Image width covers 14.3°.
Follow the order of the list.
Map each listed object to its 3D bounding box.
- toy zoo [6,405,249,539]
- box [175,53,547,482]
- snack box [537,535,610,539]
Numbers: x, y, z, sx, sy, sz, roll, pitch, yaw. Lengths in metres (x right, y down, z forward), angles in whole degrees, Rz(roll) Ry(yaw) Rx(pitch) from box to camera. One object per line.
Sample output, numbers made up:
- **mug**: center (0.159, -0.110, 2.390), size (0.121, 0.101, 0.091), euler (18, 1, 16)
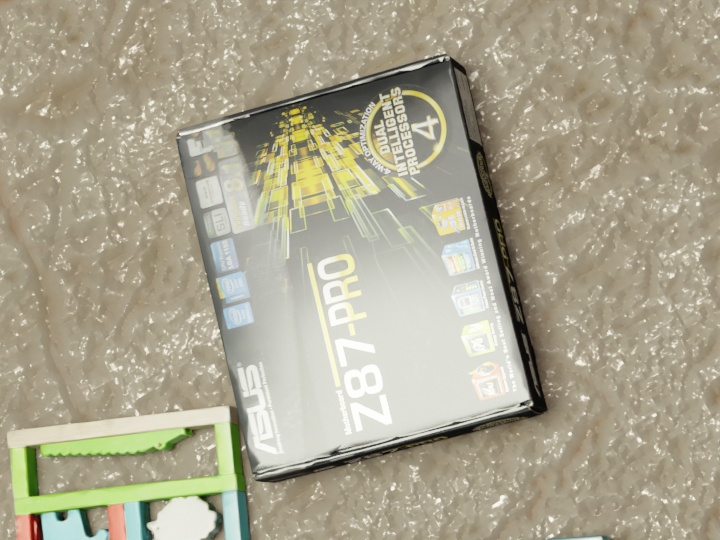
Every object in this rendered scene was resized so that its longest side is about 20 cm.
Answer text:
- **toy zoo**: center (-0.123, 0.181, 1.580), size (0.131, 0.020, 0.200), euler (-7, 82, 11)
- **box**: center (0.000, 0.000, 1.560), size (0.161, 0.049, 0.200), euler (-15, 81, 13)
- **snack box**: center (0.082, 0.244, 1.519), size (0.116, 0.037, 0.200), euler (-5, 83, 11)
